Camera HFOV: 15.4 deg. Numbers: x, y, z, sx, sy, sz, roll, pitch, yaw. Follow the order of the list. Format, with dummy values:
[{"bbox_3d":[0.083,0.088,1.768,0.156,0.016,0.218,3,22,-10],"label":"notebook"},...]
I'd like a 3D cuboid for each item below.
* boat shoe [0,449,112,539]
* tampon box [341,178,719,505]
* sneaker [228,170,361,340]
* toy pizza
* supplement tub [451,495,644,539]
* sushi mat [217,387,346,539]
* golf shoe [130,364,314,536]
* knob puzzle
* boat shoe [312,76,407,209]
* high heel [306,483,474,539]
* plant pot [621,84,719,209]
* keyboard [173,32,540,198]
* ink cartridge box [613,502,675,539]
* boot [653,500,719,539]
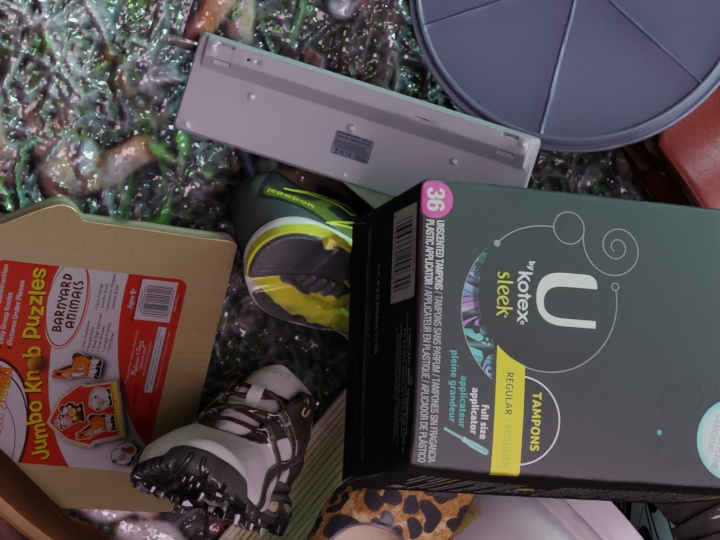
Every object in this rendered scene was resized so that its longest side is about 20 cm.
[{"bbox_3d":[-0.193,0.153,1.472,0.070,0.070,0.200,-40,120,7],"label":"boat shoe"},{"bbox_3d":[0.104,0.042,1.410,0.199,0.126,0.151,4,81,-16],"label":"tampon box"},{"bbox_3d":[0.000,0.000,1.523,0.074,0.085,0.200,-39,139,15],"label":"sneaker"},{"bbox_3d":[0.126,-0.162,1.506,0.199,0.032,0.201,-3,77,12],"label":"toy pizza"},{"bbox_3d":[0.072,0.214,1.565,0.200,0.145,0.146,-41,114,-9],"label":"supplement tub"},{"bbox_3d":[-0.022,0.151,1.584,0.096,0.012,0.200,42,85,-24],"label":"sushi mat"},{"bbox_3d":[-0.071,0.091,1.466,0.077,0.200,0.095,21,86,7],"label":"golf shoe"},{"bbox_3d":[-0.184,0.046,1.475,0.218,0.030,0.221,-6,119,-11],"label":"knob puzzle"},{"bbox_3d":[0.060,-0.031,1.540,0.201,0.072,0.061,39,91,-23],"label":"boat shoe"},{"bbox_3d":[-0.010,0.192,1.460,0.200,0.143,0.071,-35,117,25],"label":"high heel"},{"bbox_3d":[0.260,-0.093,1.552,0.195,0.201,0.201,-33,113,-2],"label":"plant pot"},{"bbox_3d":[-0.002,-0.076,1.483,0.199,0.011,0.057,18,100,4],"label":"keyboard"},{"bbox_3d":[0.193,0.128,1.623,0.044,0.094,0.201,-2,104,-21],"label":"ink cartridge box"},{"bbox_3d":[0.245,0.087,1.511,0.200,0.070,0.132,-38,76,7],"label":"boot"}]
